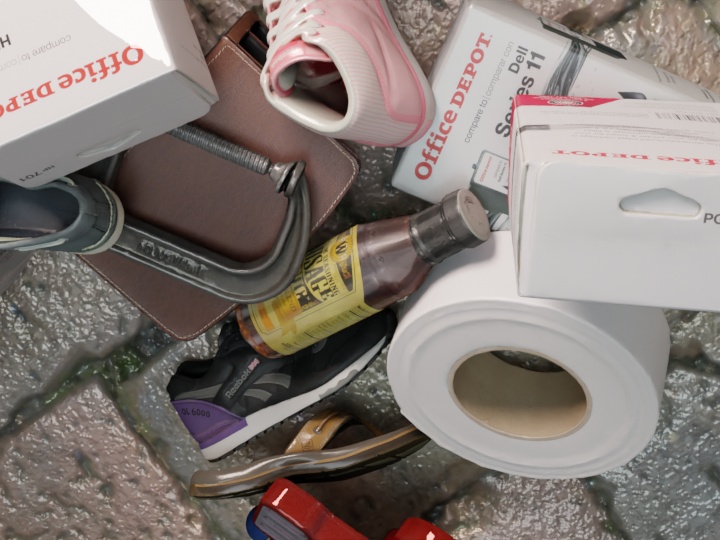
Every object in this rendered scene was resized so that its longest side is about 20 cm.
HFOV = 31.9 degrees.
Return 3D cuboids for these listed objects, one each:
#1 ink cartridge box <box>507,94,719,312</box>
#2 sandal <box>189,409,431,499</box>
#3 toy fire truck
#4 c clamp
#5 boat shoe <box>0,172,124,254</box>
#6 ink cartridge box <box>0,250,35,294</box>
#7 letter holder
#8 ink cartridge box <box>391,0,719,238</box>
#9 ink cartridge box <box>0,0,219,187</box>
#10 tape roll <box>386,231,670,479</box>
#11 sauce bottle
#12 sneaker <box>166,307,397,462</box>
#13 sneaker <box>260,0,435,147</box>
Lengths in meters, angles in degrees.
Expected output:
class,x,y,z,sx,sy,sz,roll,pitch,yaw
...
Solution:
class,x,y,z,sx,sy,sz,roll,pitch,yaw
ink cartridge box,0.164,-0.047,0.765,0.145,0.200,0.084,4,109,4
sandal,-0.039,0.141,1.001,0.200,0.082,0.055,-11,74,-5
toy fire truck,-0.015,0.233,0.998,0.168,0.200,0.112,37,71,4
c clamp,-0.117,-0.069,0.863,0.200,0.027,0.171,29,111,-6
boat shoe,-0.263,-0.048,0.848,0.200,0.062,0.073,7,89,7
ink cartridge box,-0.351,-0.023,0.921,0.176,0.200,0.045,36,110,-7
letter holder,-0.104,-0.065,0.933,0.142,0.101,0.200,42,109,-11
ink cartridge box,0.138,-0.095,0.902,0.200,0.083,0.147,23,110,-1
ink cartridge box,-0.195,-0.174,0.789,0.146,0.086,0.200,-22,78,7
tape roll,0.122,0.067,0.925,0.202,0.071,0.203,12,138,11
sauce bottle,0.000,0.000,0.905,0.200,0.066,0.066,-29,105,27
sneaker,-0.068,0.070,0.993,0.200,0.076,0.088,-32,97,16
sneaker,-0.035,-0.169,0.849,0.075,0.105,0.200,-41,73,33
